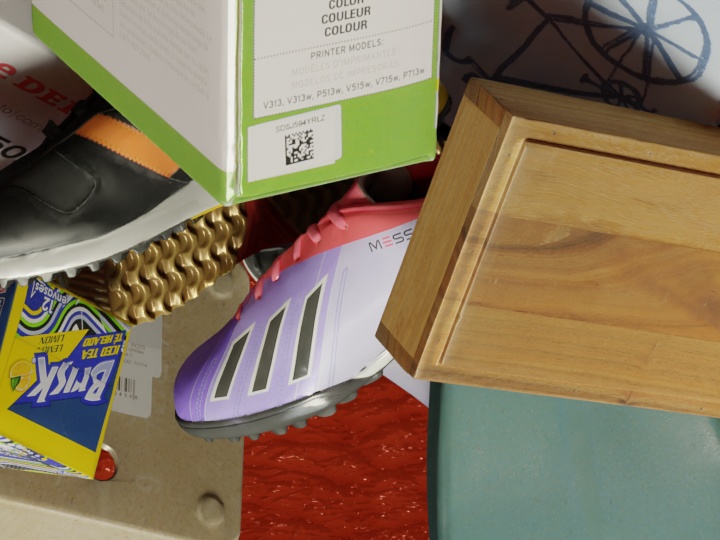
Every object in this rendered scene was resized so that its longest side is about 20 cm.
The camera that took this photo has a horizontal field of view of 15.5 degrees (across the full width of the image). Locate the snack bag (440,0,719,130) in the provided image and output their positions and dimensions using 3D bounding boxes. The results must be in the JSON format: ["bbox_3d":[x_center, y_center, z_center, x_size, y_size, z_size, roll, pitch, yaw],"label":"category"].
[{"bbox_3d":[0.046,-0.106,0.950,0.199,0.021,0.189,33,150,1],"label":"snack bag"}]

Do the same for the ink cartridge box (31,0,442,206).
[{"bbox_3d":[-0.040,-0.142,0.789,0.075,0.148,0.201,-13,122,-27],"label":"ink cartridge box"}]

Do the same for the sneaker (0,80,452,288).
[{"bbox_3d":[-0.070,-0.063,0.935,0.199,0.091,0.070,-20,-164,-11],"label":"sneaker"}]

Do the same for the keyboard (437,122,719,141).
[{"bbox_3d":[0.085,-0.095,1.000,0.199,0.040,0.104,3,135,34],"label":"keyboard"}]

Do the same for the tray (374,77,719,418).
[{"bbox_3d":[0.112,-0.001,0.937,0.199,0.037,0.099,9,112,-30],"label":"tray"}]

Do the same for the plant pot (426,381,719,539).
[{"bbox_3d":[0.091,0.110,1.069,0.140,0.201,0.141,-11,-173,1],"label":"plant pot"}]

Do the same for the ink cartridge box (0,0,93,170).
[{"bbox_3d":[-0.183,-0.080,1.006,0.199,0.085,0.144,-23,145,34],"label":"ink cartridge box"}]

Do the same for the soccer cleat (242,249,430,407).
[{"bbox_3d":[0.035,0.027,1.160,0.199,0.068,0.073,34,180,-1],"label":"soccer cleat"}]

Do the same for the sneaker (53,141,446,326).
[{"bbox_3d":[-0.057,-0.037,1.083,0.199,0.075,0.090,-18,-158,-34],"label":"sneaker"}]

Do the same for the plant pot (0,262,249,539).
[{"bbox_3d":[-0.150,0.071,1.149,0.199,0.201,0.177,16,151,-28],"label":"plant pot"}]

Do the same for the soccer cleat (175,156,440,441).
[{"bbox_3d":[0.000,0.000,1.002,0.199,0.068,0.073,-26,112,28],"label":"soccer cleat"}]

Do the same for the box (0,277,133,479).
[{"bbox_3d":[-0.189,0.033,1.020,0.199,0.065,0.070,4,163,36],"label":"box"}]
